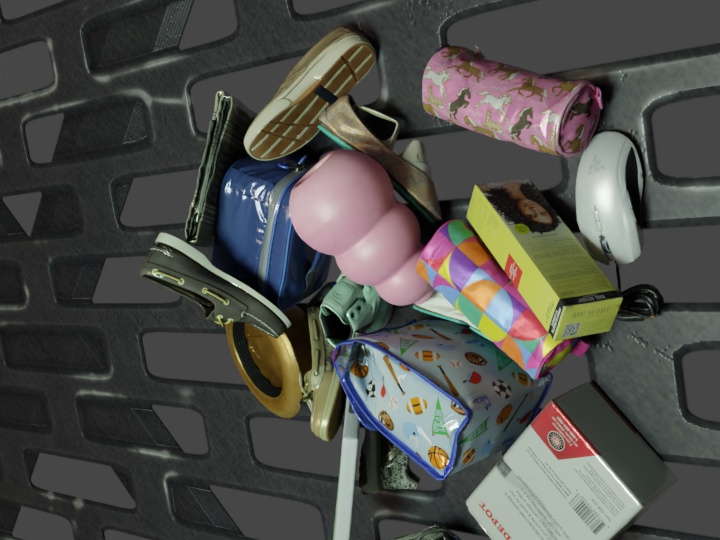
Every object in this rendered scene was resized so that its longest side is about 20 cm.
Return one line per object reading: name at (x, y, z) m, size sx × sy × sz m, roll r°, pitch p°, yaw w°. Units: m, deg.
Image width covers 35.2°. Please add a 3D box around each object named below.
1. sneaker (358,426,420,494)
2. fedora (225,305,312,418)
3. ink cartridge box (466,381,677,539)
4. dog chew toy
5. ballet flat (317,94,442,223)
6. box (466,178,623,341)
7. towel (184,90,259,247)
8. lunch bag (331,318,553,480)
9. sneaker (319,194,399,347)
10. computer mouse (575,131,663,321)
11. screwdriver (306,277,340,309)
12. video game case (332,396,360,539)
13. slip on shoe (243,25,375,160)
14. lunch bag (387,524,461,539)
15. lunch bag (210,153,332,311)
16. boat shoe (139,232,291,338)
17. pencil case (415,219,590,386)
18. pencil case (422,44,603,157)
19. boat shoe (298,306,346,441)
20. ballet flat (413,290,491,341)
sneaker at (0.050, 0.194, 1.456) m, size 0.088 × 0.077 × 0.202 m, roll 5°, pitch 105°, yaw 10°
fedora at (-0.110, 0.103, 1.550) m, size 0.200 × 0.081 × 0.202 m, roll 40°, pitch 142°, yaw 42°
ink cartridge box at (0.228, 0.246, 1.260) m, size 0.144 × 0.083 × 0.200 m, roll 50°, pitch 131°, yaw 22°
dog chew toy at (0.011, -0.041, 1.308) m, size 0.200 × 0.125 × 0.124 m, roll 48°, pitch 137°, yaw -11°
ballet flat at (0.036, -0.141, 1.353) m, size 0.200 × 0.068 × 0.067 m, roll 41°, pitch 92°, yaw 13°
box at (0.187, -0.016, 1.186) m, size 0.200 × 0.075 × 0.050 m, roll -121°, pitch 32°, yaw -40°
towel at (-0.179, -0.125, 1.462) m, size 0.034 × 0.200 × 0.194 m, roll 15°, pitch 90°, yaw 6°
lunch bag at (0.087, 0.132, 1.311) m, size 0.200 × 0.169 × 0.125 m, roll 36°, pitch 120°, yaw 31°
sneaker at (0.000, 0.000, 1.386) m, size 0.073 × 0.118 × 0.202 m, roll 14°, pitch 116°, yaw 25°
computer mouse at (0.254, -0.042, 1.178) m, size 0.109 × 0.044 × 0.202 m, roll 2°, pitch 103°, yaw 46°
screwdriver at (-0.009, 0.000, 1.479) m, size 0.200 × 0.028 × 0.029 m, roll -45°, pitch 41°, yaw 36°
video game case at (-0.014, 0.228, 1.436) m, size 0.022 × 0.182 × 0.201 m, roll 5°, pitch 123°, yaw 1°
slip on shoe at (-0.069, -0.219, 1.393) m, size 0.200 × 0.076 × 0.061 m, roll -46°, pitch 50°, yaw 11°
lunch bag at (0.060, 0.421, 1.443) m, size 0.200 × 0.139 × 0.169 m, roll -26°, pitch 83°, yaw 45°
lunch bag at (-0.097, -0.059, 1.459) m, size 0.132 × 0.136 × 0.201 m, roll 23°, pitch 122°, yaw 20°
boat shoe at (-0.179, 0.032, 1.404) m, size 0.201 × 0.061 × 0.072 m, roll 35°, pitch 163°, yaw -16°
pencil case at (0.152, 0.032, 1.229) m, size 0.200 × 0.088 × 0.089 m, roll 44°, pitch 129°, yaw 20°
pencil case at (0.159, -0.181, 1.206) m, size 0.199 × 0.082 × 0.087 m, roll 27°, pitch 110°, yaw 38°
boat shoe at (-0.048, 0.128, 1.443) m, size 0.062 × 0.201 × 0.074 m, roll 4°, pitch 135°, yaw 4°
ballet flat at (0.141, 0.043, 1.311) m, size 0.199 × 0.069 × 0.070 m, roll 24°, pitch 118°, yaw 40°
